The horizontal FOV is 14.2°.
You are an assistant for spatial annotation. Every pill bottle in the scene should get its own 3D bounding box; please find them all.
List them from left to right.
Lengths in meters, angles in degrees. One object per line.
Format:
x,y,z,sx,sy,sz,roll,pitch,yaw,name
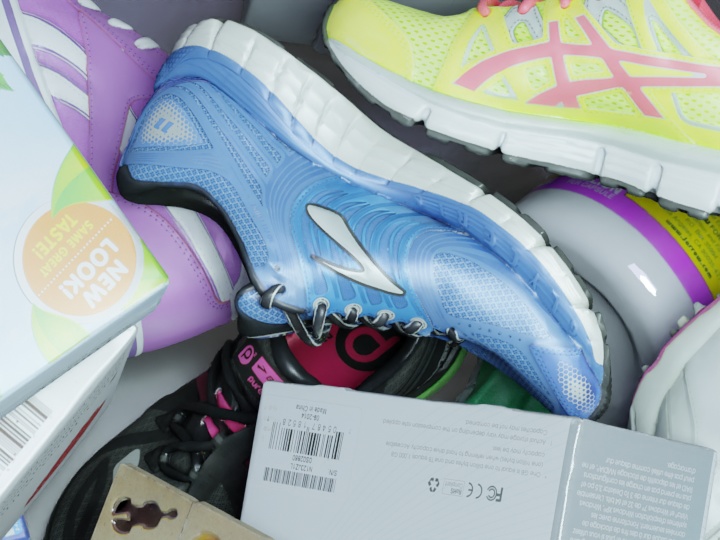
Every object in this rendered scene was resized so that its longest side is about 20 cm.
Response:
0.149,-0.030,1.101,0.200,0.104,0.104,-37,87,-29,pill bottle

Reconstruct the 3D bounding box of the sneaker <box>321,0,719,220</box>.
0.085,-0.076,1.002,0.199,0.078,0.091,15,99,12,sneaker

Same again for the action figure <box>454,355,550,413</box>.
0.055,0.088,1.111,0.118,0.055,0.201,29,72,-4,action figure

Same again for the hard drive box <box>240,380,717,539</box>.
0.026,0.147,0.981,0.077,0.155,0.201,15,83,-43,hard drive box

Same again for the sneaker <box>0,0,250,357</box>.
-0.084,-0.066,1.100,0.114,0.073,0.201,-21,69,-13,sneaker

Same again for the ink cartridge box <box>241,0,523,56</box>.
0.039,-0.187,1.103,0.144,0.145,0.202,9,82,-5,ink cartridge box

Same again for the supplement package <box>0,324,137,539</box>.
-0.160,0.041,0.978,0.120,0.200,0.121,39,79,0,supplement package

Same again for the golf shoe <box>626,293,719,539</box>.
0.127,0.086,1.007,0.075,0.201,0.092,-2,41,-38,golf shoe

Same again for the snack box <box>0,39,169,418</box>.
-0.177,0.007,0.852,0.200,0.053,0.143,-36,88,-12,snack box

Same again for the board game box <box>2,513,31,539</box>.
-0.246,0.035,1.091,0.198,0.041,0.201,-16,84,-9,board game box

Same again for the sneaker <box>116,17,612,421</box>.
0.000,0.000,1.019,0.199,0.079,0.089,34,79,9,sneaker

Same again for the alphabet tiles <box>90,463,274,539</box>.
-0.078,0.177,0.983,0.167,0.008,0.201,25,97,28,alphabet tiles

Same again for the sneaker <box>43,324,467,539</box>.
-0.044,0.053,1.084,0.200,0.084,0.077,-42,68,-14,sneaker
